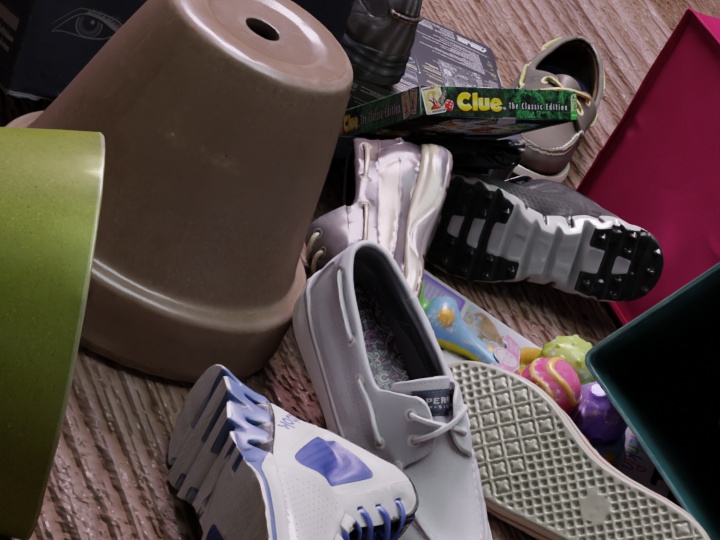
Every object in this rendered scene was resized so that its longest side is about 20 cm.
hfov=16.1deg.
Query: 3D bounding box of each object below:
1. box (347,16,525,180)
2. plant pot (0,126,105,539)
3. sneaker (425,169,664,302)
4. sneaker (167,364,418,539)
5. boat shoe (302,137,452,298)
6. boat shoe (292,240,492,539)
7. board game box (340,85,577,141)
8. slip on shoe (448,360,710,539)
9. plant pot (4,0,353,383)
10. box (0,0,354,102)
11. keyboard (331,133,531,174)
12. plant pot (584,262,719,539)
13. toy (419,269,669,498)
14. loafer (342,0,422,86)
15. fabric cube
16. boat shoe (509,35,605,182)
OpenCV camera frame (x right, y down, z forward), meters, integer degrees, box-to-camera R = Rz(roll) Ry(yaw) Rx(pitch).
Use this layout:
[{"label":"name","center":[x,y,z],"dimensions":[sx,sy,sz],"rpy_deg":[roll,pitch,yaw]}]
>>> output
[{"label":"box","center":[0.011,-0.144,1.805],"dimensions":[0.200,0.044,0.160],"rpy_deg":[22,27,-21]},{"label":"plant pot","center":[-0.230,0.013,1.132],"dimensions":[0.200,0.187,0.187],"rpy_deg":[10,30,-10]},{"label":"sneaker","center":[0.097,-0.030,1.681],"dimensions":[0.200,0.067,0.091],"rpy_deg":[13,16,-21]},{"label":"sneaker","center":[-0.022,0.126,1.242],"dimensions":[0.115,0.081,0.199],"rpy_deg":[19,27,-21]},{"label":"boat shoe","center":[0.000,0.000,1.484],"dimensions":[0.073,0.075,0.200],"rpy_deg":[16,45,0]},{"label":"boat shoe","center":[0.026,0.076,1.349],"dimensions":[0.072,0.069,0.200],"rpy_deg":[-2,59,-29]},{"label":"board game box","center":[0.051,-0.096,1.625],"dimensions":[0.105,0.023,0.200],"rpy_deg":[-2,-2,-20]},{"label":"slip on shoe","center":[0.114,0.124,1.433],"dimensions":[0.200,0.074,0.061],"rpy_deg":[35,-10,20]},{"label":"plant pot","center":[-0.095,-0.065,1.395],"dimensions":[0.200,0.175,0.200],"rpy_deg":[25,27,-14]},{"label":"box","center":[-0.109,-0.192,1.529],"dimensions":[0.197,0.200,0.117],"rpy_deg":[12,14,-26]},{"label":"keyboard","center":[0.027,-0.074,1.650],"dimensions":[0.200,0.021,0.127],"rpy_deg":[0,-3,-45]},{"label":"plant pot","center":[0.239,0.073,1.516],"dimensions":[0.141,0.141,0.200],"rpy_deg":[57,8,9]},{"label":"toy","center":[0.112,0.065,1.537],"dimensions":[0.200,0.047,0.115],"rpy_deg":[30,31,0]},{"label":"loafer","center":[-0.022,-0.212,1.753],"dimensions":[0.073,0.072,0.200],"rpy_deg":[-3,42,-49]},{"label":"fabric cube","center":[0.290,-0.029,1.738],"dimensions":[0.199,0.200,0.196],"rpy_deg":[11,33,-34]},{"label":"boat shoe","center":[0.141,-0.122,1.892],"dimensions":[0.072,0.060,0.202],"rpy_deg":[32,25,-1]}]
